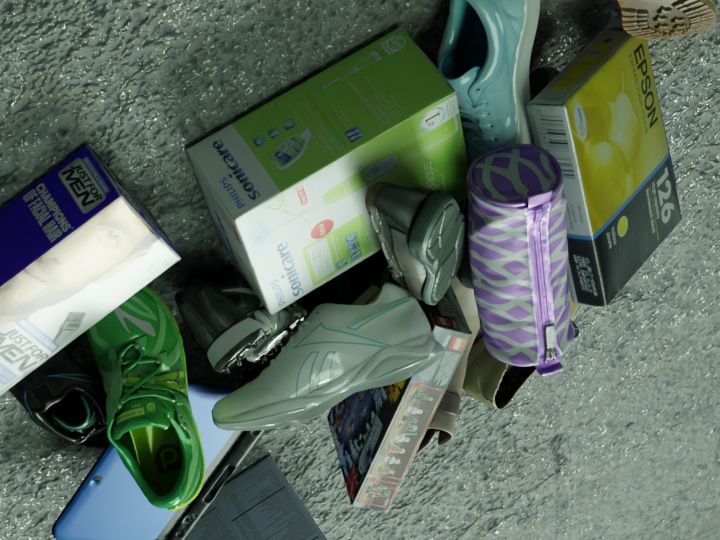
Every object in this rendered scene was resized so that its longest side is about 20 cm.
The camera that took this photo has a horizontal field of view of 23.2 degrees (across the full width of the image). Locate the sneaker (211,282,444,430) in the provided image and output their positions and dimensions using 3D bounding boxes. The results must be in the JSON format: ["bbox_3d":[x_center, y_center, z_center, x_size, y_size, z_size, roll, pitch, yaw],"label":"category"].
[{"bbox_3d":[-0.035,0.076,1.464,0.200,0.080,0.070,-23,169,-1],"label":"sneaker"}]

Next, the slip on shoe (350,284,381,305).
[{"bbox_3d":[-0.019,0.088,1.563,0.074,0.061,0.200,-43,176,-44],"label":"slip on shoe"}]

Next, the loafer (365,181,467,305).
[{"bbox_3d":[0.044,-0.029,1.399,0.072,0.063,0.200,-61,168,-12],"label":"loafer"}]

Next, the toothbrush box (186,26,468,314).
[{"bbox_3d":[-0.020,-0.078,1.397,0.200,0.086,0.146,-29,148,-9],"label":"toothbrush box"}]

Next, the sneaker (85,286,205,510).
[{"bbox_3d":[-0.169,0.096,1.392,0.074,0.200,0.084,-19,-174,1],"label":"sneaker"}]

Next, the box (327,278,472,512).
[{"bbox_3d":[0.031,0.097,1.580,0.040,0.137,0.200,14,117,-20],"label":"box"}]

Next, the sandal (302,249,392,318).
[{"bbox_3d":[0.000,0.000,1.555,0.076,0.043,0.200,-16,143,-31],"label":"sandal"}]

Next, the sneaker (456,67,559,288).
[{"bbox_3d":[0.111,-0.088,1.509,0.200,0.079,0.075,-65,154,5],"label":"sneaker"}]

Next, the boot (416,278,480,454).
[{"bbox_3d":[0.078,0.084,1.618,0.070,0.146,0.200,15,147,-14],"label":"boot"}]

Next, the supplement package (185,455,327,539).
[{"bbox_3d":[-0.079,0.334,1.764,0.147,0.200,0.191,-33,148,-7],"label":"supplement package"}]

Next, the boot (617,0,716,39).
[{"bbox_3d":[0.231,-0.255,1.397,0.075,0.107,0.200,-11,158,24],"label":"boot"}]

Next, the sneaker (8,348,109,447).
[{"bbox_3d":[-0.238,0.114,1.439,0.075,0.079,0.200,-38,150,0],"label":"sneaker"}]

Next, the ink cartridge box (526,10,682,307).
[{"bbox_3d":[0.224,-0.103,1.494,0.200,0.047,0.198,-43,128,-37],"label":"ink cartridge box"}]

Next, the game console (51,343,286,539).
[{"bbox_3d":[-0.167,0.148,1.557,0.118,0.171,0.200,31,115,-12],"label":"game console"}]

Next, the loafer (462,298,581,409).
[{"bbox_3d":[0.182,0.065,1.795,0.076,0.067,0.200,12,124,-51],"label":"loafer"}]

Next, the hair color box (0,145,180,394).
[{"bbox_3d":[-0.246,0.009,1.310,0.200,0.065,0.109,-39,148,-1],"label":"hair color box"}]

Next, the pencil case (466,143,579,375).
[{"bbox_3d":[0.132,-0.006,1.433,0.084,0.086,0.200,-17,131,-5],"label":"pencil case"}]

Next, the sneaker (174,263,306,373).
[{"bbox_3d":[-0.103,0.031,1.474,0.066,0.091,0.200,-42,174,11],"label":"sneaker"}]

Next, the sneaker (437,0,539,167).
[{"bbox_3d":[0.089,-0.147,1.401,0.082,0.074,0.200,-23,125,-36],"label":"sneaker"}]
